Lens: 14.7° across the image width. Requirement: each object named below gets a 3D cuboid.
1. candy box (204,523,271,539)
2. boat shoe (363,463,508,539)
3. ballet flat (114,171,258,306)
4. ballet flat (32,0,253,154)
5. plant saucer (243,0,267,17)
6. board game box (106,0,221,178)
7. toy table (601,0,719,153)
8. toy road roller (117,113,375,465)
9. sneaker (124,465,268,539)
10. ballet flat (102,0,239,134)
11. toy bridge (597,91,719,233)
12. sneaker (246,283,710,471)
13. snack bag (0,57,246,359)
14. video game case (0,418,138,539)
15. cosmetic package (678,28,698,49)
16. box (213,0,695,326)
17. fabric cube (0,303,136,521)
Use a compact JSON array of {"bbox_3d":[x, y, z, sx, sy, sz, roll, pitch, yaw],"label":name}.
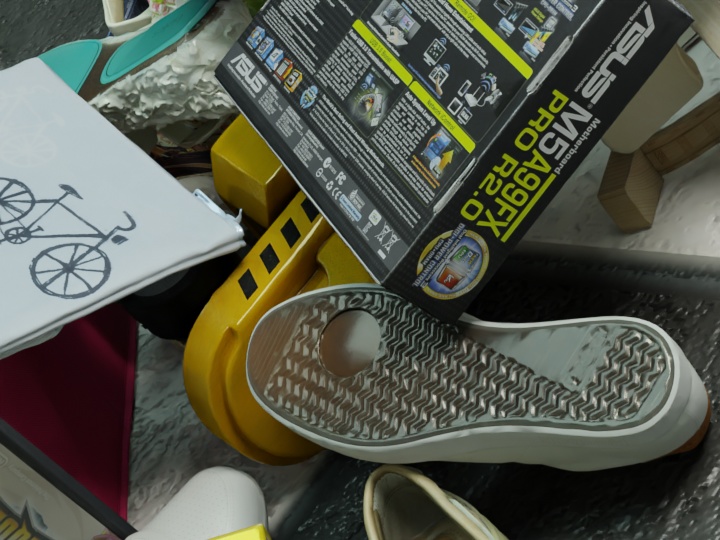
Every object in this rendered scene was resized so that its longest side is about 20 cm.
[{"bbox_3d":[-0.123,0.181,1.161,0.199,0.026,0.103,-17,59,1],"label":"candy box"},{"bbox_3d":[0.043,0.147,1.082,0.073,0.063,0.200,-39,30,2],"label":"boat shoe"},{"bbox_3d":[-0.047,-0.030,1.372,0.199,0.068,0.046,-25,8,-26],"label":"ballet flat"},{"bbox_3d":[-0.112,-0.080,1.362,0.200,0.072,0.072,-14,38,50],"label":"ballet flat"},{"bbox_3d":[-0.004,-0.219,1.448,0.200,0.048,0.201,40,112,61],"label":"plant saucer"},{"bbox_3d":[-0.080,-0.069,1.458,0.135,0.035,0.201,12,45,2],"label":"board game box"},{"bbox_3d":[0.138,-0.137,1.208,0.200,0.117,0.185,-34,43,32],"label":"toy table"},{"bbox_3d":[0.000,0.000,1.278,0.200,0.123,0.146,-50,44,-9],"label":"toy road roller"},{"bbox_3d":[-0.112,0.158,1.229,0.070,0.080,0.201,0,48,51],"label":"sneaker"},{"bbox_3d":[-0.099,-0.128,1.452,0.064,0.076,0.200,-24,43,5],"label":"ballet flat"},{"bbox_3d":[0.194,-0.070,1.235,0.199,0.027,0.067,-16,37,36],"label":"toy bridge"},{"bbox_3d":[0.050,0.054,1.157,0.199,0.085,0.073,6,75,27],"label":"sneaker"},{"bbox_3d":[-0.180,-0.020,1.251,0.199,0.021,0.188,-26,44,-27],"label":"snack bag"},{"bbox_3d":[-0.197,0.151,1.229,0.181,0.200,0.026,-41,60,-1],"label":"video game case"},{"bbox_3d":[0.099,-0.178,1.412,0.071,0.105,0.200,-43,28,-2],"label":"cosmetic package"},{"bbox_3d":[0.032,-0.093,1.167,0.160,0.044,0.200,-52,37,9],"label":"box"},{"bbox_3d":[-0.247,0.056,1.397,0.196,0.199,0.200,-31,31,17],"label":"fabric cube"}]
